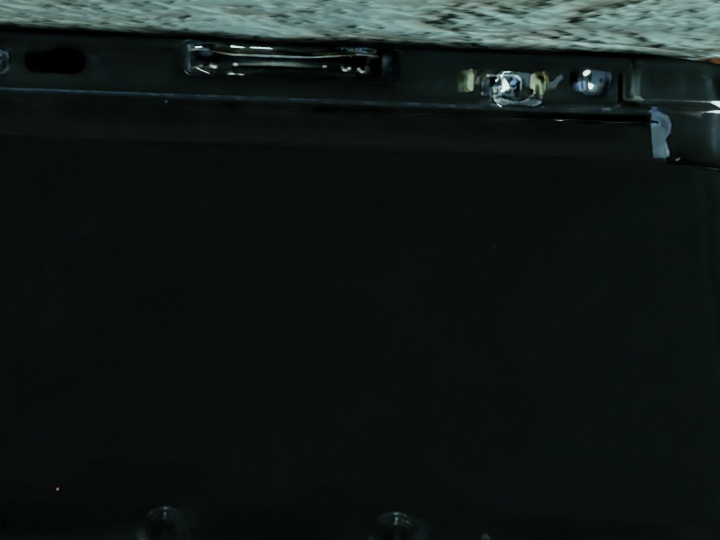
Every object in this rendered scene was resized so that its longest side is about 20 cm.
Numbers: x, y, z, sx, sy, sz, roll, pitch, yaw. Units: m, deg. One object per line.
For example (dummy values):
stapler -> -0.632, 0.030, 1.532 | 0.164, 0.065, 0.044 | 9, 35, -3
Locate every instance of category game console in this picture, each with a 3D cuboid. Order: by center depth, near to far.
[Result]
game console -> -0.018, 0.008, 0.573 | 0.200, 0.117, 0.176 | 3, 176, -5
